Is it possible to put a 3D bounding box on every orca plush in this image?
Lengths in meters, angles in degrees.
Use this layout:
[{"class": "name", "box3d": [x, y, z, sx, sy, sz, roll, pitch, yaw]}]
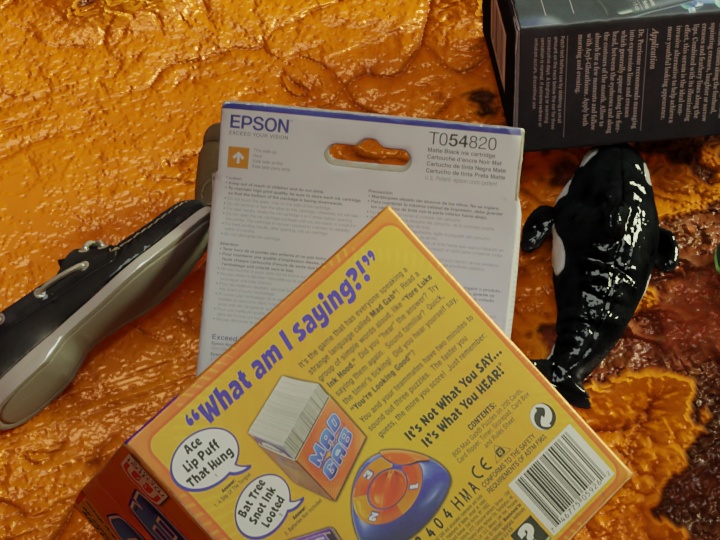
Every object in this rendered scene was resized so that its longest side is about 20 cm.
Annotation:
[{"class": "orca plush", "box3d": [0.150, -0.014, 1.340, 0.105, 0.071, 0.200, 26, 62, 16]}]

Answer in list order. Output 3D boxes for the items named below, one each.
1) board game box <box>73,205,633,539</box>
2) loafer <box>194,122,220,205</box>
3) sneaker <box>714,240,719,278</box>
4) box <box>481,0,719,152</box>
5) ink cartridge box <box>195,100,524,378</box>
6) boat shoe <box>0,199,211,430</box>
[{"class": "board game box", "box3d": [-0.011, 0.124, 1.146, 0.200, 0.200, 0.200, -42, 89, -22]}, {"class": "loafer", "box3d": [-0.024, -0.030, 1.353, 0.199, 0.076, 0.068, 24, 78, 11]}, {"class": "sneaker", "box3d": [0.323, -0.037, 1.345, 0.199, 0.084, 0.077, -20, 59, -12]}, {"class": "box", "box3d": [0.191, -0.173, 1.397, 0.199, 0.107, 0.149, -5, 41, -4]}, {"class": "ink cartridge box", "box3d": [0.000, 0.000, 1.293, 0.199, 0.041, 0.201, 6, 94, 4]}, {"class": "boat shoe", "box3d": [-0.178, 0.016, 1.316, 0.200, 0.074, 0.060, -44, 70, -5]}]
